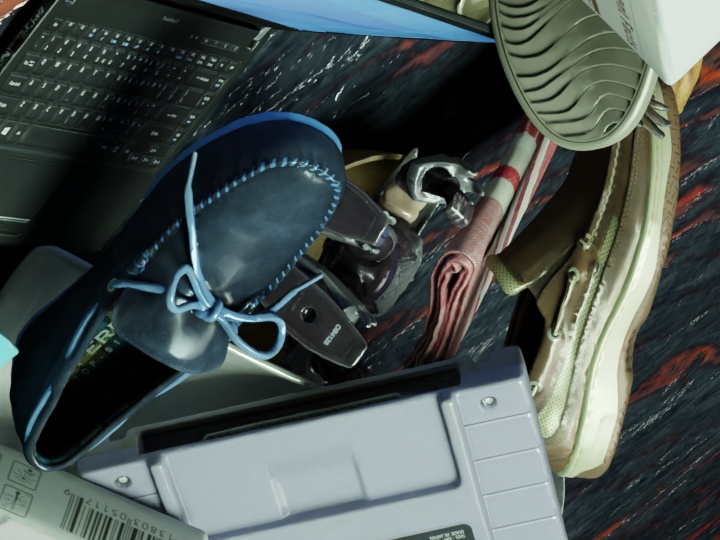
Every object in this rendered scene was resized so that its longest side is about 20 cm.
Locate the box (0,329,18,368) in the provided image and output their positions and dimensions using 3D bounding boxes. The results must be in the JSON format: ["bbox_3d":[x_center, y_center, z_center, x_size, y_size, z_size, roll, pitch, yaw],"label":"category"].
[{"bbox_3d":[-0.234,0.075,1.143,0.200,0.049,0.082,-44,161,-3],"label":"box"}]

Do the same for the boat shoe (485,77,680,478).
[{"bbox_3d":[0.098,0.001,1.361,0.075,0.075,0.203,-130,-131,-73],"label":"boat shoe"}]

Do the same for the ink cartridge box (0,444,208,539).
[{"bbox_3d":[-0.177,0.160,1.277,0.057,0.162,0.200,-78,-165,-54],"label":"ink cartridge box"}]

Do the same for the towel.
[{"bbox_3d":[0.077,-0.048,1.455,0.144,0.023,0.200,106,10,-60],"label":"towel"}]

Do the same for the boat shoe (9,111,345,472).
[{"bbox_3d":[-0.070,0.017,1.165,0.084,0.069,0.200,23,131,-24],"label":"boat shoe"}]

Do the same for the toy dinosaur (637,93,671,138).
[{"bbox_3d":[0.142,-0.125,1.222,0.135,0.086,0.200,-29,164,-8],"label":"toy dinosaur"}]

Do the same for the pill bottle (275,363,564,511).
[{"bbox_3d":[-0.007,0.103,1.404,0.200,0.106,0.106,8,130,-34],"label":"pill bottle"}]

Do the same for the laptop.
[{"bbox_3d":[-0.060,-0.057,1.141,0.200,0.103,0.177,-50,160,13],"label":"laptop"}]

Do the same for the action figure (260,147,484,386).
[{"bbox_3d":[0.000,0.000,1.311,0.130,0.069,0.200,-65,170,4],"label":"action figure"}]

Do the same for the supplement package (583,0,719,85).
[{"bbox_3d":[0.079,-0.185,1.007,0.117,0.200,0.117,-44,161,-4],"label":"supplement package"}]

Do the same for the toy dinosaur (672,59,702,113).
[{"bbox_3d":[0.157,-0.109,1.459,0.200,0.060,0.106,-53,171,-44],"label":"toy dinosaur"}]

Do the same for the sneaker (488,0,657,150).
[{"bbox_3d":[0.099,-0.150,1.170,0.075,0.200,0.106,-4,-178,21],"label":"sneaker"}]

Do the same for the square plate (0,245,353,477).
[{"bbox_3d":[-0.110,0.092,1.291,0.198,0.200,0.028,-50,-155,27],"label":"square plate"}]

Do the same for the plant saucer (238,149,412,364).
[{"bbox_3d":[-0.054,0.008,1.397,0.200,0.035,0.200,-39,160,-17],"label":"plant saucer"}]

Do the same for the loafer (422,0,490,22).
[{"bbox_3d":[0.105,-0.171,1.295,0.200,0.070,0.075,-43,161,-6],"label":"loafer"}]

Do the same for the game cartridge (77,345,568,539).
[{"bbox_3d":[-0.012,0.110,1.275,0.200,0.038,0.130,-13,123,5],"label":"game cartridge"}]
